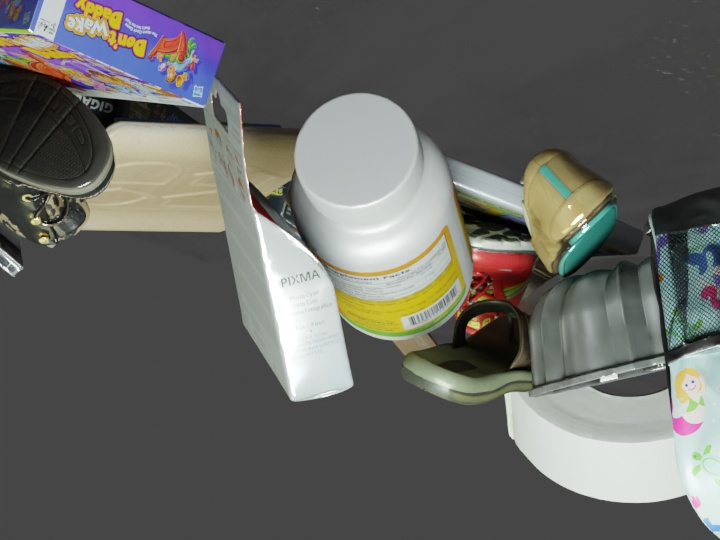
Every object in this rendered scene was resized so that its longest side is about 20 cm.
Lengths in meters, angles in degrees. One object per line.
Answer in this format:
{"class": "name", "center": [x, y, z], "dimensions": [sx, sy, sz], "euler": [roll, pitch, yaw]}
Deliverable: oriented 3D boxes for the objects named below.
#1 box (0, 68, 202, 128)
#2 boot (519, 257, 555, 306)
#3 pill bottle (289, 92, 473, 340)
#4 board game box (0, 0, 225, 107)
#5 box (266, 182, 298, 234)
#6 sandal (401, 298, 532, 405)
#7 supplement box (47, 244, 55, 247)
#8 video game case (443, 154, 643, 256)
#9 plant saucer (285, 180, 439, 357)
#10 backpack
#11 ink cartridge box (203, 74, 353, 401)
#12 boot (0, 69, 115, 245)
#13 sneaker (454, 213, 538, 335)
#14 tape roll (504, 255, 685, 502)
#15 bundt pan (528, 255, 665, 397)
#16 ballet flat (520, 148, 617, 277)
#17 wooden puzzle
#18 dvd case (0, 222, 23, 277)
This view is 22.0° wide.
{"class": "box", "center": [-0.228, -0.137, 1.528], "dimensions": [0.157, 0.047, 0.200], "euler": [17, 175, 16]}
{"class": "boot", "center": [0.118, 0.020, 1.697], "dimensions": [0.198, 0.098, 0.075], "euler": [18, 175, -6]}
{"class": "pill bottle", "center": [0.013, -0.038, 1.260], "dimensions": [0.110, 0.112, 0.200], "euler": [16, 161, 17]}
{"class": "board game box", "center": [-0.199, -0.156, 1.213], "dimensions": [0.134, 0.045, 0.199], "euler": [22, 174, -36]}
{"class": "box", "center": [-0.101, -0.069, 1.729], "dimensions": [0.157, 0.047, 0.200], "euler": [16, 175, 22]}
{"class": "sandal", "center": [0.098, 0.053, 1.343], "dimensions": [0.079, 0.058, 0.200], "euler": [16, -167, 23]}
{"class": "supplement box", "center": [-0.332, -0.116, 1.612], "dimensions": [0.126, 0.074, 0.200], "euler": [44, -177, 34]}
{"class": "video game case", "center": [0.097, -0.052, 1.424], "dimensions": [0.198, 0.022, 0.182], "euler": [20, 175, -11]}
{"class": "plant saucer", "center": [0.000, 0.000, 1.517], "dimensions": [0.201, 0.029, 0.200], "euler": [52, 180, 0]}
{"class": "backpack", "center": [0.254, 0.062, 1.086], "dimensions": [0.149, 0.202, 0.177], "euler": [-10, 158, 34]}
{"class": "ink cartridge box", "center": [-0.059, -0.035, 1.220], "dimensions": [0.047, 0.202, 0.160], "euler": [-13, -160, -11]}
{"class": "boot", "center": [-0.232, -0.074, 1.317], "dimensions": [0.198, 0.074, 0.151], "euler": [20, 159, 27]}
{"class": "sneaker", "center": [0.102, 0.009, 1.445], "dimensions": [0.076, 0.086, 0.200], "euler": [16, 175, 14]}
{"class": "tape roll", "center": [0.210, 0.082, 1.436], "dimensions": [0.201, 0.203, 0.071], "euler": [16, 140, 25]}
{"class": "bundt pan", "center": [0.206, 0.031, 1.292], "dimensions": [0.199, 0.077, 0.202], "euler": [-13, 174, -1]}
{"class": "ballet flat", "center": [0.137, -0.044, 1.232], "dimensions": [0.063, 0.069, 0.200], "euler": [45, 177, 9]}
{"class": "wooden puzzle", "center": [-0.149, -0.083, 1.468], "dimensions": [0.183, 0.047, 0.200], "euler": [0, 163, -27]}
{"class": "dvd case", "center": [-0.347, -0.066, 1.561], "dimensions": [0.148, 0.016, 0.200], "euler": [41, -179, -17]}
